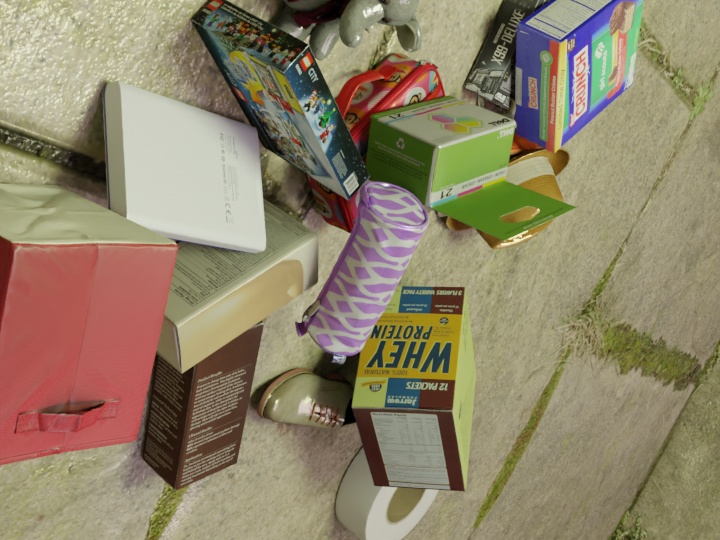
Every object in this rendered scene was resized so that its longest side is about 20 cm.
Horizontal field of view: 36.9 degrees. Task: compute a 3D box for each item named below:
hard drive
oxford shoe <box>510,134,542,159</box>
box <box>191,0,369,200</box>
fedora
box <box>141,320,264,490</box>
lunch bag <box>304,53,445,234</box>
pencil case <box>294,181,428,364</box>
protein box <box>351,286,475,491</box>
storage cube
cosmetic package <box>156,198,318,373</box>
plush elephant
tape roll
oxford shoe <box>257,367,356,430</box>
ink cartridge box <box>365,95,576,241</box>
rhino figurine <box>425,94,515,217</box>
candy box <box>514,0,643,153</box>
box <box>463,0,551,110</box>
[{"bbox_3d":[-0.166,-0.094,1.046,0.199,0.025,0.134,10,72,-56],"label":"hard drive"},{"bbox_3d":[0.186,-0.162,1.499,0.198,0.072,0.073,1,135,-43],"label":"oxford shoe"},{"bbox_3d":[-0.075,-0.168,1.069,0.038,0.136,0.201,-47,146,-13],"label":"box"},{"bbox_3d":[0.220,-0.091,1.517,0.198,0.083,0.201,-25,162,-9],"label":"fedora"},{"bbox_3d":[-0.183,0.140,1.237,0.099,0.075,0.202,-17,131,-46],"label":"box"},{"bbox_3d":[0.020,-0.157,1.269,0.200,0.081,0.177,-46,142,-22],"label":"lunch bag"},{"bbox_3d":[0.000,0.000,1.174,0.084,0.084,0.202,15,121,-21],"label":"pencil case"},{"bbox_3d":[0.079,0.161,1.476,0.201,0.133,0.201,77,18,-49],"label":"protein box"},{"bbox_3d":[-0.285,0.035,0.901,0.170,0.198,0.182,-1,111,-52],"label":"storage cube"},{"bbox_3d":[-0.147,0.011,1.149,0.199,0.105,0.072,-33,142,-32],"label":"cosmetic package"},{"bbox_3d":[-0.010,-0.272,1.053,0.200,0.154,0.166,-44,145,-21],"label":"plush elephant"},{"bbox_3d":[0.052,0.342,1.728,0.201,0.070,0.205,-33,139,-34],"label":"tape roll"},{"bbox_3d":[-0.056,0.177,1.437,0.199,0.073,0.072,0,117,-54],"label":"oxford shoe"},{"bbox_3d":[0.125,-0.117,1.185,0.147,0.199,0.077,-22,128,-43],"label":"ink cartridge box"},{"bbox_3d":[0.125,-0.153,1.381,0.200,0.087,0.060,-43,144,-6],"label":"rhino figurine"},{"bbox_3d":[0.291,-0.285,1.437,0.199,0.077,0.171,-38,142,-29],"label":"candy box"},{"bbox_3d":[0.237,-0.289,1.479,0.199,0.049,0.159,10,107,-56],"label":"box"}]
